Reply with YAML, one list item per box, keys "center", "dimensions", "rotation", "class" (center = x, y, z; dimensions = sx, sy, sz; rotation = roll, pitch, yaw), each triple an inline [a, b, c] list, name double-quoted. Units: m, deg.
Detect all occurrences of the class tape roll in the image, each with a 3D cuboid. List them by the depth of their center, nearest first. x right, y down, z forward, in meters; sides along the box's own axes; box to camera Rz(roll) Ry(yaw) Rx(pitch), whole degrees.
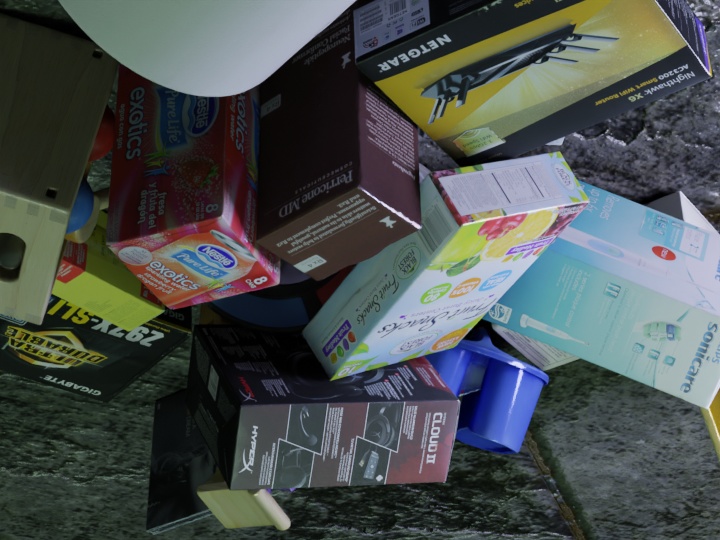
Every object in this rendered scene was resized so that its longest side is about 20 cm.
- center: [-0.086, -0.226, 1.044]
  dimensions: [0.202, 0.204, 0.139]
  rotation: [23, 140, -34]
  class: "tape roll"

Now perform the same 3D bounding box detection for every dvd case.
- center: [-0.127, 0.165, 1.687]
  dimensions: [0.199, 0.150, 0.016]
  rotation: [-22, 139, 27]
  class: "dvd case"

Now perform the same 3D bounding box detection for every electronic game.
- center: [-0.066, -0.049, 1.353]
  dimensions: [0.198, 0.202, 0.042]
  rotation: [-15, -176, 18]
  class: "electronic game"

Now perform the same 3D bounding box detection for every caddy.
- center: [0.099, 0.104, 1.621]
  dimensions: [0.140, 0.106, 0.200]
  rotation: [18, 172, -2]
  class: "caddy"

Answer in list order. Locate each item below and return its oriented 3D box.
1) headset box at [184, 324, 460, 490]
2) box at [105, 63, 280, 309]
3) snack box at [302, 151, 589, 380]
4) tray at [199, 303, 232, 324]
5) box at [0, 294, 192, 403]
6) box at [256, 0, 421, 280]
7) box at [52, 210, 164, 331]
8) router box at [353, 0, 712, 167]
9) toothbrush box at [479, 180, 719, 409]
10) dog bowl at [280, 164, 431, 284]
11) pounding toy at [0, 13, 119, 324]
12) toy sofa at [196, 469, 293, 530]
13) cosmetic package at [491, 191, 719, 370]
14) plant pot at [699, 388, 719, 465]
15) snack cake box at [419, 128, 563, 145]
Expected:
- center: [-0.024, 0.104, 1.361]
  dimensions: [0.198, 0.149, 0.078]
  rotation: [1, 112, -22]
  class: "headset box"
- center: [-0.117, -0.087, 1.254]
  dimensions: [0.095, 0.201, 0.100]
  rotation: [-12, 146, 18]
  class: "box"
- center: [0.063, -0.003, 1.293]
  dimensions: [0.142, 0.053, 0.200]
  rotation: [-10, 151, -42]
  class: "snack box"
- center: [-0.045, 0.032, 1.533]
  dimensions: [0.199, 0.099, 0.037]
  rotation: [17, 154, -28]
  class: "tray"
- center: [-0.279, 0.047, 1.588]
  dimensions: [0.199, 0.050, 0.159]
  rotation: [21, 138, -32]
  class: "box"
- center: [-0.017, -0.105, 1.234]
  dimensions: [0.100, 0.201, 0.075]
  rotation: [-27, 140, 32]
  class: "box"
- center: [-0.253, -0.022, 1.460]
  dimensions: [0.050, 0.076, 0.200]
  rotation: [-26, 139, 31]
  class: "box"
- center: [0.118, -0.156, 1.181]
  dimensions: [0.199, 0.053, 0.157]
  rotation: [-21, 142, 27]
  class: "router box"
- center: [0.214, 0.011, 1.404]
  dimensions: [0.199, 0.147, 0.086]
  rotation: [23, 119, 7]
  class: "toothbrush box"
- center: [0.000, 0.000, 1.441]
  dimensions: [0.198, 0.059, 0.202]
  rotation: [-8, 119, -14]
  class: "dog bowl"
- center: [-0.242, -0.068, 1.314]
  dimensions: [0.141, 0.185, 0.200]
  rotation: [17, 144, -8]
  class: "pounding toy"
- center: [-0.085, 0.134, 1.599]
  dimensions: [0.097, 0.201, 0.083]
  rotation: [-6, 147, 14]
  class: "toy sofa"
- center: [0.224, 0.013, 1.553]
  dimensions: [0.199, 0.074, 0.103]
  rotation: [-22, 143, 26]
  class: "cosmetic package"
- center: [0.424, 0.095, 1.571]
  dimensions: [0.193, 0.197, 0.200]
  rotation: [-19, -175, 23]
  class: "plant pot"
- center: [0.111, -0.179, 1.255]
  dimensions: [0.114, 0.068, 0.201]
  rotation: [4, 146, -7]
  class: "snack cake box"
